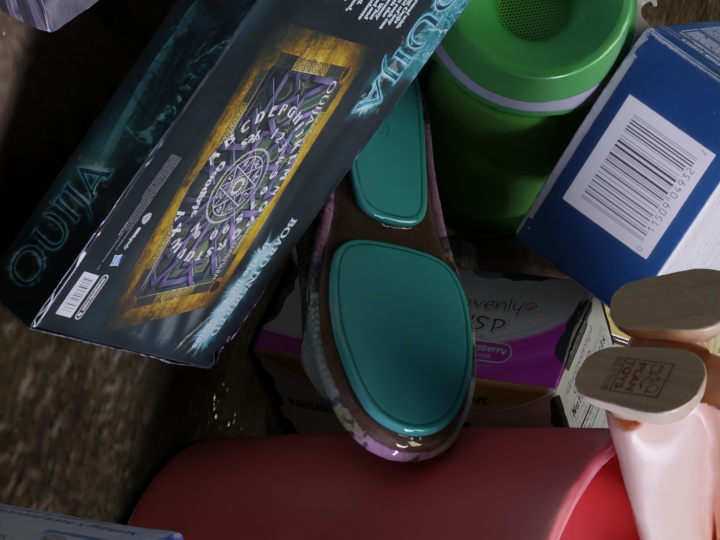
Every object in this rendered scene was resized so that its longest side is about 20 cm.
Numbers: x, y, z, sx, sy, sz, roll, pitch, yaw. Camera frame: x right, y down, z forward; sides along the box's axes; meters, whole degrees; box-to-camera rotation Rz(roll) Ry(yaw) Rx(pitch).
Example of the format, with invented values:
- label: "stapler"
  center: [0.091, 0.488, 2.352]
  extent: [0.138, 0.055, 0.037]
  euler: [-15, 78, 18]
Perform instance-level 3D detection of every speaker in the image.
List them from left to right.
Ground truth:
- label: "speaker"
  center: [0.062, -0.078, 0.928]
  extent: [0.200, 0.088, 0.089]
  euler: [99, 5, -73]

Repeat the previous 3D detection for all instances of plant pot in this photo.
- label: "plant pot"
  center: [0.010, 0.146, 0.836]
  extent: [0.200, 0.176, 0.202]
  euler: [6, 90, -66]

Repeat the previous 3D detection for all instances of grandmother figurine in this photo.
- label: "grandmother figurine"
  center: [0.119, 0.103, 0.786]
  extent: [0.121, 0.060, 0.201]
  euler: [-51, 139, -36]

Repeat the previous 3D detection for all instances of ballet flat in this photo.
- label: "ballet flat"
  center: [0.000, 0.000, 0.848]
  extent: [0.069, 0.071, 0.201]
  euler: [13, 49, -25]

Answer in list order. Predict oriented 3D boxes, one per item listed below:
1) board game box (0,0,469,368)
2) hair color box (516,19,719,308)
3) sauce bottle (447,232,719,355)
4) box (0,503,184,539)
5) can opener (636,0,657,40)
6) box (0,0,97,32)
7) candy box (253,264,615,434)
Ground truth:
- label: "board game box"
  center: [-0.033, -0.059, 0.758]
  extent: [0.200, 0.028, 0.135]
  euler: [-54, 158, 5]
- label: "hair color box"
  center: [0.142, -0.048, 0.925]
  extent: [0.100, 0.060, 0.200]
  euler: [-58, 164, 19]
- label: "sauce bottle"
  center: [0.092, 0.020, 0.981]
  extent: [0.065, 0.199, 0.065]
  euler: [-160, -90, -75]
- label: "box"
  center: [-0.141, 0.173, 0.606]
  extent: [0.200, 0.104, 0.185]
  euler: [-16, 110, -63]
- label: "can opener"
  center: [0.102, -0.149, 1.038]
  extent: [0.066, 0.052, 0.201]
  euler: [130, -52, -70]
- label: "box"
  center: [-0.057, -0.192, 0.674]
  extent: [0.200, 0.050, 0.158]
  euler: [-39, 135, -26]
- label: "candy box"
  center: [0.050, 0.083, 0.956]
  extent: [0.061, 0.136, 0.201]
  euler: [-64, 148, -35]
